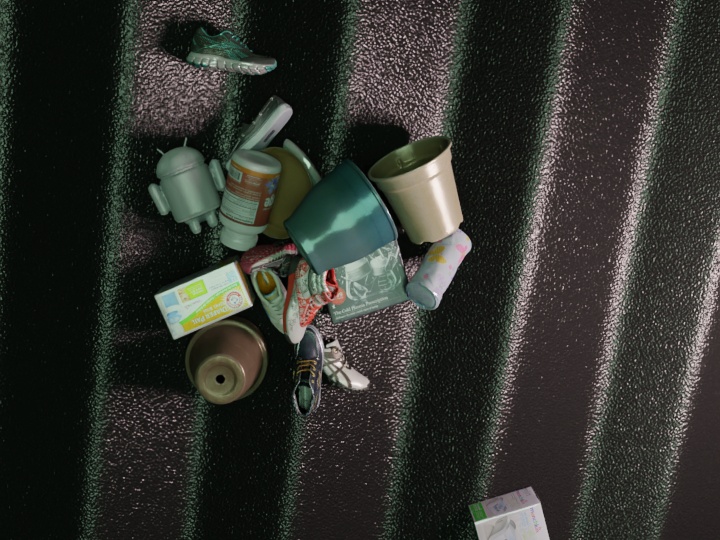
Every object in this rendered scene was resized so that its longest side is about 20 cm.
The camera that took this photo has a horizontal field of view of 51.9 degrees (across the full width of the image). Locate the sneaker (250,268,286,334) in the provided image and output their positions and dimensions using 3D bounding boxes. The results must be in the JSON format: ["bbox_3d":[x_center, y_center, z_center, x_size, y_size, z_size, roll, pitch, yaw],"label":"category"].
[{"bbox_3d":[-0.196,0.073,1.715,0.076,0.081,0.202,-31,102,0],"label":"sneaker"}]

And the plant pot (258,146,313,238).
[{"bbox_3d":[-0.181,-0.174,1.657,0.197,0.027,0.205,8,106,29],"label":"plant pot"}]

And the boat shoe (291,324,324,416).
[{"bbox_3d":[-0.120,0.226,1.679,0.069,0.091,0.205,-2,91,5],"label":"boat shoe"}]

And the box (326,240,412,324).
[{"bbox_3d":[0.000,0.000,1.705,0.196,0.104,0.186,-18,100,-1],"label":"box"}]

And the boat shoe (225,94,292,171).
[{"bbox_3d":[-0.239,-0.309,1.654,0.066,0.070,0.200,46,101,13],"label":"boat shoe"}]

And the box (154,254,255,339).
[{"bbox_3d":[-0.350,0.059,1.689,0.197,0.101,0.114,-23,101,0],"label":"box"}]

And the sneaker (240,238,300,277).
[{"bbox_3d":[-0.186,-0.020,1.648,0.079,0.199,0.076,8,105,33],"label":"sneaker"}]

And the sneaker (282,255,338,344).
[{"bbox_3d":[-0.108,0.074,1.631,0.106,0.067,0.206,11,103,24],"label":"sneaker"}]

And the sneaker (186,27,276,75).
[{"bbox_3d":[-0.279,-0.481,1.615,0.196,0.078,0.093,7,96,-7],"label":"sneaker"}]

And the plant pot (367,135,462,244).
[{"bbox_3d":[0.139,-0.171,1.656,0.197,0.201,0.186,-24,113,0],"label":"plant pot"}]

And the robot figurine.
[{"bbox_3d":[-0.380,-0.185,1.637,0.167,0.113,0.204,-23,102,-16],"label":"robot figurine"}]

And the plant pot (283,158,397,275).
[{"bbox_3d":[-0.053,-0.096,1.546,0.187,0.200,0.202,-35,101,-7],"label":"plant pot"}]

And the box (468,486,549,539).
[{"bbox_3d":[0.382,0.675,1.861,0.173,0.097,0.204,-15,100,1],"label":"box"}]

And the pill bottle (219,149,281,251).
[{"bbox_3d":[-0.247,-0.152,1.620,0.110,0.113,0.203,15,113,-7],"label":"pill bottle"}]

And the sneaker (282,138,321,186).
[{"bbox_3d":[-0.144,-0.189,1.676,0.117,0.074,0.202,-33,100,5],"label":"sneaker"}]

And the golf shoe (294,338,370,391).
[{"bbox_3d":[-0.056,0.217,1.754,0.197,0.078,0.096,26,97,-10],"label":"golf shoe"}]

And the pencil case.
[{"bbox_3d":[0.180,-0.005,1.683,0.082,0.201,0.092,15,145,29],"label":"pencil case"}]

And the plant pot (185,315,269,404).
[{"bbox_3d":[-0.308,0.221,1.686,0.196,0.175,0.205,-1,100,-5],"label":"plant pot"}]
